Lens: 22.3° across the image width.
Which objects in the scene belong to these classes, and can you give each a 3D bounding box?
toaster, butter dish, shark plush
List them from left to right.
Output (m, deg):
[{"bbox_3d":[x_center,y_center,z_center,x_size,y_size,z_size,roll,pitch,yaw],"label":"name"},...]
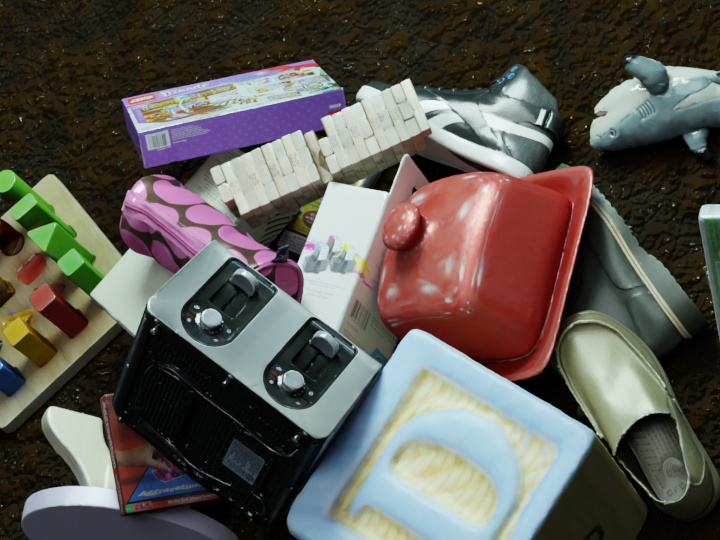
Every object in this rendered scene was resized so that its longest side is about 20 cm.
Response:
[{"bbox_3d":[-0.097,0.100,1.496,0.180,0.200,0.119,36,52,7],"label":"toaster"},{"bbox_3d":[0.082,-0.012,1.592,0.199,0.147,0.201,-9,60,53],"label":"butter dish"},{"bbox_3d":[0.312,-0.137,1.661,0.198,0.091,0.084,10,89,4],"label":"shark plush"}]

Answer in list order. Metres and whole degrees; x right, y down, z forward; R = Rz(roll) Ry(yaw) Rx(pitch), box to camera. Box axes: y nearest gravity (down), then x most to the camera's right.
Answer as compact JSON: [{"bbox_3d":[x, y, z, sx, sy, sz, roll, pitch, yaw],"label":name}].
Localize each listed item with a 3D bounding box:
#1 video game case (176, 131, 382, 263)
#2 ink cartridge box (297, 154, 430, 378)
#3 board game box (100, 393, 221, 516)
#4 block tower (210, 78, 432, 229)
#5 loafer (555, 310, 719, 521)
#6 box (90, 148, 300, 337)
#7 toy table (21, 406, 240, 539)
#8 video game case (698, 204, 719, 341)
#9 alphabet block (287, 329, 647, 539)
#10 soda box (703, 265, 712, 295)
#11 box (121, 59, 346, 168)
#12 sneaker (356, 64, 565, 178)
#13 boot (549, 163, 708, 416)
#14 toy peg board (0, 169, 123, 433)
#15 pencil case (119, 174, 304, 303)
[{"bbox_3d":[-0.096,-0.065,1.794,0.199,0.026,0.182,22,76,30],"label":"video game case"},{"bbox_3d":[0.000,0.000,1.669,0.067,0.115,0.201,12,71,28],"label":"ink cartridge box"},{"bbox_3d":[-0.121,0.146,1.586,0.199,0.019,0.104,-6,76,-27],"label":"board game box"},{"bbox_3d":[-0.033,-0.104,1.674,0.199,0.058,0.054,-24,75,3],"label":"block tower"},{"bbox_3d":[0.229,0.117,1.518,0.076,0.067,0.200,-39,75,10],"label":"loafer"},{"bbox_3d":[-0.156,-0.018,1.741,0.200,0.068,0.082,-49,57,-4],"label":"box"},{"bbox_3d":[-0.198,0.197,1.634,0.184,0.199,0.118,-37,38,42],"label":"toy table"},{"bbox_3d":[0.373,0.028,1.460,0.181,0.201,0.022,0,41,22],"label":"video game case"},{"bbox_3d":[0.091,0.200,1.487,0.195,0.200,0.197,31,80,30],"label":"alphabet block"},{"bbox_3d":[0.374,-0.019,1.495,0.200,0.063,0.071,-45,47,44],"label":"soda box"},{"bbox_3d":[-0.122,-0.152,1.755,0.198,0.039,0.137,-13,21,-9],"label":"box"},{"bbox_3d":[0.103,-0.156,1.734,0.199,0.073,0.112,28,75,22],"label":"sneaker"},{"bbox_3d":[0.192,0.014,1.613,0.138,0.077,0.200,-40,57,6],"label":"boot"},{"bbox_3d":[-0.347,0.014,1.816,0.199,0.098,0.200,-42,57,-2],"label":"toy peg board"},{"bbox_3d":[-0.137,-0.017,1.623,0.200,0.093,0.091,32,105,41],"label":"pencil case"}]
